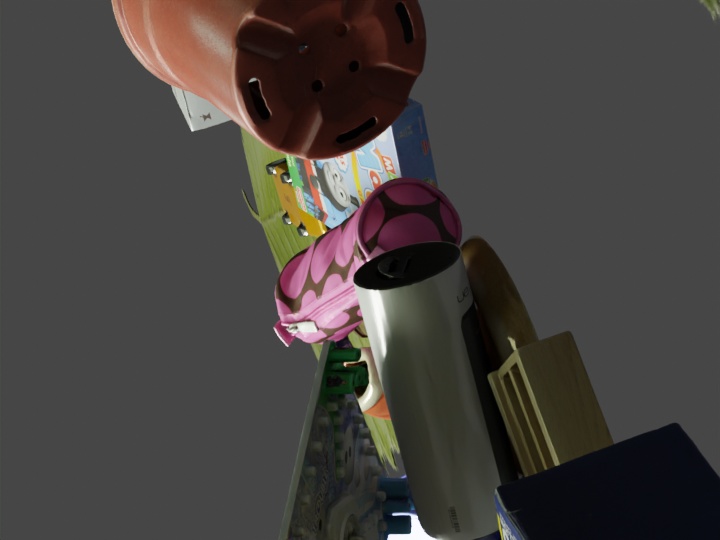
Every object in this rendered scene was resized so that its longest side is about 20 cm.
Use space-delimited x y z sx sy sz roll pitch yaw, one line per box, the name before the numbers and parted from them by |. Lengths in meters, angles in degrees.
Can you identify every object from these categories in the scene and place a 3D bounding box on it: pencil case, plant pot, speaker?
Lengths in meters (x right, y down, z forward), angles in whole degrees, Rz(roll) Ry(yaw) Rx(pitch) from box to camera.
pencil case | 0.000 0.000 1.278 0.091 0.093 0.200 54 152 3
plant pot | 0.102 0.074 1.214 0.200 0.027 0.202 162 90 -83
plant pot | -0.058 -0.185 1.206 0.195 0.199 0.203 48 156 52
speaker | 0.055 0.084 1.172 0.081 0.080 0.202 -130 24 -70

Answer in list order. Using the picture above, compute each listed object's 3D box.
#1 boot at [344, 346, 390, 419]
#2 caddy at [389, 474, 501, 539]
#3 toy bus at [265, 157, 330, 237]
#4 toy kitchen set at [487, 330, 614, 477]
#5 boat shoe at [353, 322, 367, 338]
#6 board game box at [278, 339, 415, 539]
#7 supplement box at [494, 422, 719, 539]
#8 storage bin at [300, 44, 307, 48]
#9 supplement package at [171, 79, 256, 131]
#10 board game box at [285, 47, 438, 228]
boot | 0.015 0.089 1.390 0.200 0.106 0.076 155 110 -68
caddy | 0.059 0.241 1.381 0.199 0.105 0.142 -31 94 41
toy bus | -0.040 -0.081 1.661 0.200 0.077 0.066 -144 35 -77
toy kitchen set | 0.061 0.171 1.063 0.163 0.198 0.182 111 139 -75
boat shoe | 0.029 0.029 1.484 0.073 0.067 0.200 66 -172 16
board game box | -0.006 0.184 1.117 0.201 0.026 0.202 70 -155 -48
supplement box | 0.149 0.202 0.871 0.109 0.108 0.202 -120 13 -55
storage bin | -0.088 -0.280 1.329 0.094 0.134 0.202 -121 14 -56
supplement package | -0.113 -0.254 1.491 0.111 0.154 0.202 -121 15 -60
board game box | -0.004 -0.090 1.354 0.199 0.036 0.153 32 143 50
